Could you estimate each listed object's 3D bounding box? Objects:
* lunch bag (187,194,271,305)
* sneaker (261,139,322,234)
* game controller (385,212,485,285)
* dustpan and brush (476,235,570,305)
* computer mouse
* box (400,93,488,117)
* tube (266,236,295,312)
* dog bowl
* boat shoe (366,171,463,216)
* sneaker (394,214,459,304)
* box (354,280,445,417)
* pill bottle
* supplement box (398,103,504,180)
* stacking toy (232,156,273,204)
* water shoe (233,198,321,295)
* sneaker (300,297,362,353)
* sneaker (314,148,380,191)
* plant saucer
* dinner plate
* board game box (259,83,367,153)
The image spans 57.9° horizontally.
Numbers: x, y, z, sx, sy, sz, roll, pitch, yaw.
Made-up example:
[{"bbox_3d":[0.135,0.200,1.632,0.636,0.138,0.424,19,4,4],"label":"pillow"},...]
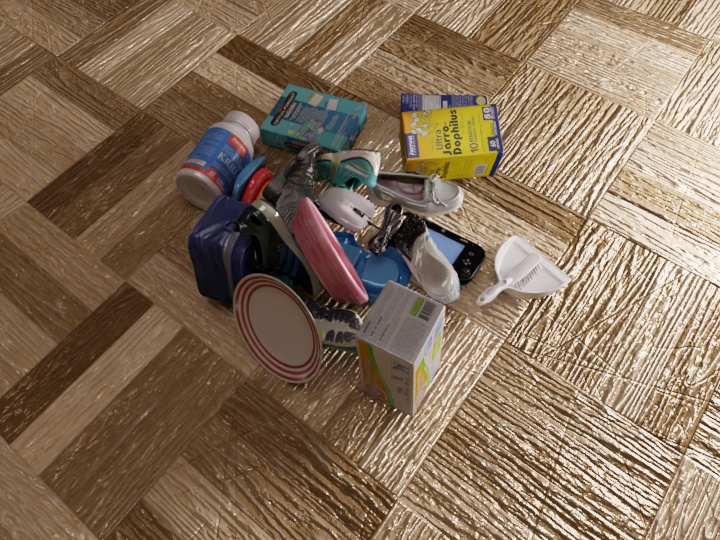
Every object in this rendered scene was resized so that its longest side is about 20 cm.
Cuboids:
[{"bbox_3d":[-0.211,-0.029,1.159,0.130,0.202,0.137,19,54,13],"label":"lunch bag"},{"bbox_3d":[-0.112,-0.153,1.242,0.104,0.060,0.200,42,62,-1],"label":"sneaker"},{"bbox_3d":[0.139,-0.045,1.247,0.197,0.042,0.105,27,62,19],"label":"game controller"},{"bbox_3d":[0.279,0.016,1.188,0.199,0.058,0.139,-37,62,-19],"label":"dustpan and brush"},{"bbox_3d":[-0.014,-0.110,1.229,0.197,0.044,0.111,27,73,30],"label":"computer mouse"},{"bbox_3d":[0.186,-0.339,1.444,0.194,0.033,0.124,2,57,4],"label":"box"},{"bbox_3d":[-0.131,0.002,1.179,0.049,0.079,0.201,1,32,15],"label":"tube"},{"bbox_3d":[0.000,0.000,1.220,0.196,0.050,0.113,19,59,14],"label":"dog bowl"},{"bbox_3d":[0.108,-0.161,1.306,0.197,0.065,0.076,11,67,11],"label":"boat shoe"},{"bbox_3d":[0.117,-0.020,1.182,0.071,0.073,0.202,-29,53,3],"label":"sneaker"},{"bbox_3d":[0.065,0.130,1.039,0.100,0.202,0.114,24,62,19],"label":"box"},{"bbox_3d":[-0.289,-0.233,1.351,0.110,0.113,0.203,17,60,14],"label":"pill bottle"},{"bbox_3d":[0.181,-0.258,1.330,0.194,0.110,0.112,-6,74,-1],"label":"supplement box"},{"bbox_3d":[-0.151,-0.122,1.288,0.197,0.111,0.117,28,53,6],"label":"stacking toy"},{"bbox_3d":[-0.140,-0.023,1.084,0.079,0.202,0.071,-41,30,-15],"label":"water shoe"},{"bbox_3d":[-0.068,0.105,1.130,0.197,0.080,0.079,14,66,35],"label":"sneaker"},{"bbox_3d":[-0.042,-0.194,1.303,0.197,0.076,0.082,1,90,46],"label":"sneaker"},{"bbox_3d":[-0.057,-0.025,1.098,0.050,0.201,0.203,-31,59,2],"label":"plant saucer"},{"bbox_3d":[-0.136,0.095,1.084,0.198,0.203,0.024,33,41,23],"label":"dinner plate"},{"bbox_3d":[-0.102,-0.325,1.441,0.196,0.047,0.153,18,59,15],"label":"board game box"}]
